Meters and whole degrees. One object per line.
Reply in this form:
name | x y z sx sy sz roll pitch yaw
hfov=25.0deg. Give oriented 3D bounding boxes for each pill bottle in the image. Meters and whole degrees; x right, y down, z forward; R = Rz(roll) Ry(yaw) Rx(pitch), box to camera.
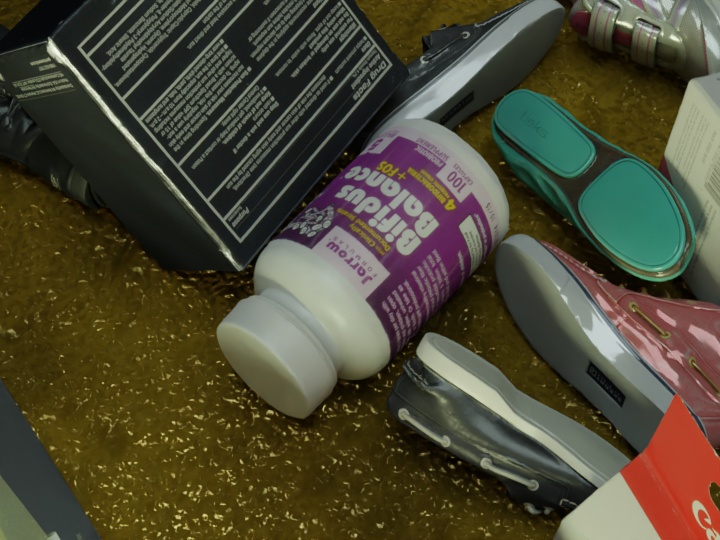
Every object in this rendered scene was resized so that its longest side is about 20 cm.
pill bottle | 0.000 0.000 1.078 0.112 0.113 0.200 35 64 19

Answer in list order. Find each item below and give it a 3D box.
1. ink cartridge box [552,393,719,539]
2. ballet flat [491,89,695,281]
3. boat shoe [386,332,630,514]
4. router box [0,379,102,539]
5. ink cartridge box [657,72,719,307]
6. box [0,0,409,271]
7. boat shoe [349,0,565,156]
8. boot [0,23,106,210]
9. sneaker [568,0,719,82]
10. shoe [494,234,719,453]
ink cartridge box | 0.175 0.190 0.915 0.050 0.201 0.162 -19 60 -18
ballet flat | 0.168 -0.054 1.132 0.067 0.070 0.200 -42 54 0
boat shoe | 0.108 0.119 1.038 0.199 0.074 0.061 34 104 1
router box | -0.262 0.160 1.013 0.156 0.052 0.200 -31 64 -18
ink cartridge box | 0.282 -0.018 1.062 0.084 0.146 0.201 -15 55 -19
box | -0.108 -0.137 1.097 0.200 0.123 0.199 -50 115 -24
boat shoe | 0.064 -0.148 1.199 0.200 0.070 0.066 -41 68 -14
boot | -0.232 -0.151 1.200 0.199 0.066 0.165 27 61 20
sneaker | 0.206 -0.191 1.222 0.088 0.082 0.200 -30 57 -13
shoe | 0.181 0.040 1.086 0.091 0.072 0.200 -28 62 -27
